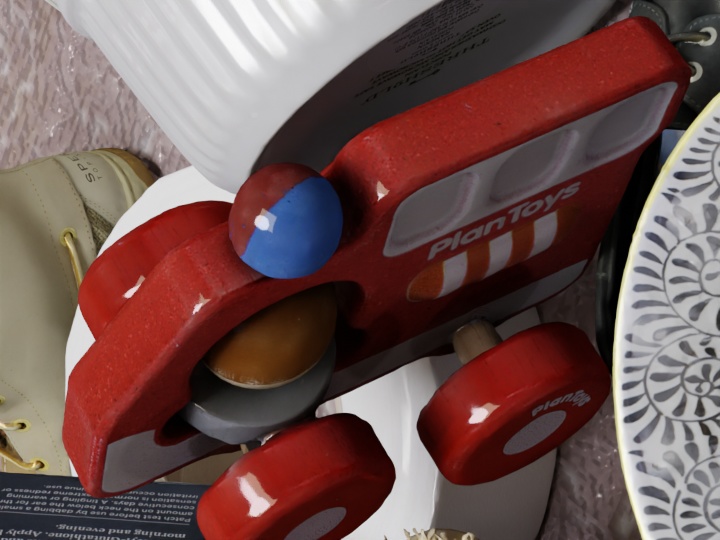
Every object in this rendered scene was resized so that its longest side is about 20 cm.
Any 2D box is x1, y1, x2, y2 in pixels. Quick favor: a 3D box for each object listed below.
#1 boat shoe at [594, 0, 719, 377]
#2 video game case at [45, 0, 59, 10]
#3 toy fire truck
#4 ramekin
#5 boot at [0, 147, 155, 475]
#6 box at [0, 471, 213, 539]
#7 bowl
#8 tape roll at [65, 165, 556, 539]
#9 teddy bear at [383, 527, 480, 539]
[{"bbox_3d":[0.115,-0.055,0.923,0.068,0.057,0.201,8,99,42],"label":"boat shoe"},{"bbox_3d":[-0.154,-0.160,1.087,0.200,0.182,0.023,36,79,32],"label":"video game case"},{"bbox_3d":[0.000,0.000,0.864,0.112,0.199,0.168,59,157,22],"label":"toy fire truck"},{"bbox_3d":[0.002,-0.108,0.934,0.200,0.200,0.105,-40,74,36],"label":"ramekin"},{"bbox_3d":[-0.158,0.051,1.110,0.073,0.155,0.201,17,104,40],"label":"boot"},{"bbox_3d":[-0.110,0.180,0.940,0.107,0.200,0.149,3,114,5],"label":"box"},{"bbox_3d":[0.172,0.033,0.752,0.200,0.094,0.202,5,96,51],"label":"bowl"},{"bbox_3d":[-0.022,0.056,1.046,0.202,0.071,0.203,3,94,41],"label":"tape roll"},{"bbox_3d":[0.024,0.163,0.971,0.200,0.145,0.067,-44,42,28],"label":"teddy bear"}]
